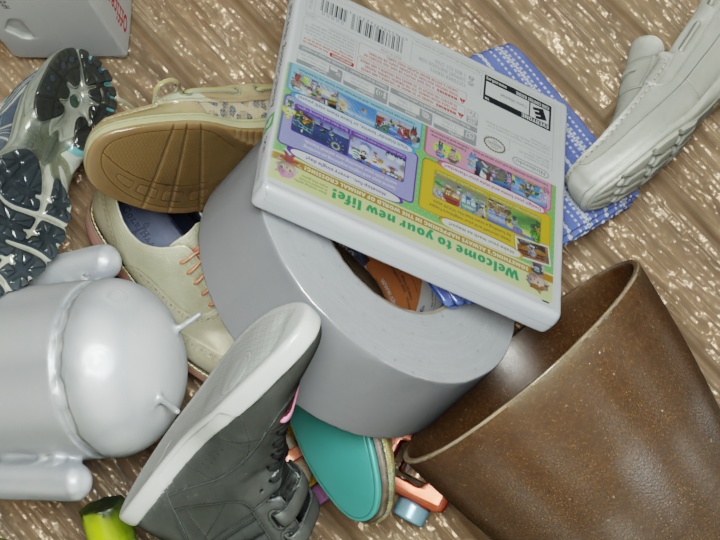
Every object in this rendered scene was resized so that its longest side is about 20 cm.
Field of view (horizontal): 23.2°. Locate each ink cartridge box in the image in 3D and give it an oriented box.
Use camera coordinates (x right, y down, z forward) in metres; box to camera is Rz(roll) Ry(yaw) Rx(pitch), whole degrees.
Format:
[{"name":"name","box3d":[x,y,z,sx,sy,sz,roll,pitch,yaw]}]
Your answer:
[{"name":"ink cartridge box","box3d":[-0.201,-0.256,1.173,0.084,0.145,0.203,3,81,5]}]

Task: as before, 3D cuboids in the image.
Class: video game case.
[{"name":"video game case","box3d":[0.036,-0.072,1.065,0.198,0.022,0.183,24,47,-17]}]

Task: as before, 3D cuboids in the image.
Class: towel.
[{"name":"towel","box3d":[0.079,-0.065,1.118,0.199,0.024,0.145,-28,75,-43]}]

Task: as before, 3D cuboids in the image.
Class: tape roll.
[{"name":"tape roll","box3d":[0.000,0.000,1.076,0.066,0.200,0.201,-42,77,36]}]

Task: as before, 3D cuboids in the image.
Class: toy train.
[{"name":"toy train","box3d":[-0.020,0.168,1.134,0.149,0.056,0.201,31,85,10]}]

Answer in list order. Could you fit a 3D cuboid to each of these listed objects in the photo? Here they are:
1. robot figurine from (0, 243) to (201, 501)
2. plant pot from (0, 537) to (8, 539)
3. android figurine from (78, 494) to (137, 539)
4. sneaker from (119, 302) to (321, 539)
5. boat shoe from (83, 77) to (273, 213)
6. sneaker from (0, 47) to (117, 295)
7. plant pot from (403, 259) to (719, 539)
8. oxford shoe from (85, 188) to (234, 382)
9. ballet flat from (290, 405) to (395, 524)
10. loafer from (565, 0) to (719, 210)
[{"name":"robot figurine","box3d":[-0.194,0.065,1.123,0.198,0.113,0.172,-5,69,24]},{"name":"plant pot","box3d":[-0.179,0.256,1.036,0.199,0.187,0.188,38,86,23]},{"name":"android figurine","box3d":[-0.108,0.235,1.106,0.180,0.041,0.202,-13,102,26]},{"name":"sneaker","box3d":[-0.051,0.102,0.998,0.099,0.071,0.200,33,126,-10]},{"name":"boat shoe","box3d":[-0.093,-0.086,1.139,0.198,0.074,0.063,-4,43,-34]},{"name":"sneaker","box3d":[-0.232,-0.053,1.157,0.078,0.086,0.201,45,53,-25]},{"name":"plant pot","box3d":[0.159,0.131,1.072,0.186,0.187,0.201,-40,93,-2]},{"name":"oxford shoe","box3d":[-0.108,0.009,1.150,0.200,0.074,0.071,43,64,9]},{"name":"ballet flat","box3d":[-0.024,0.061,1.104,0.070,0.071,0.201,-32,84,0]},{"name":"loafer","box3d":[0.197,-0.118,1.141,0.070,0.070,0.200,42,69,12]}]
